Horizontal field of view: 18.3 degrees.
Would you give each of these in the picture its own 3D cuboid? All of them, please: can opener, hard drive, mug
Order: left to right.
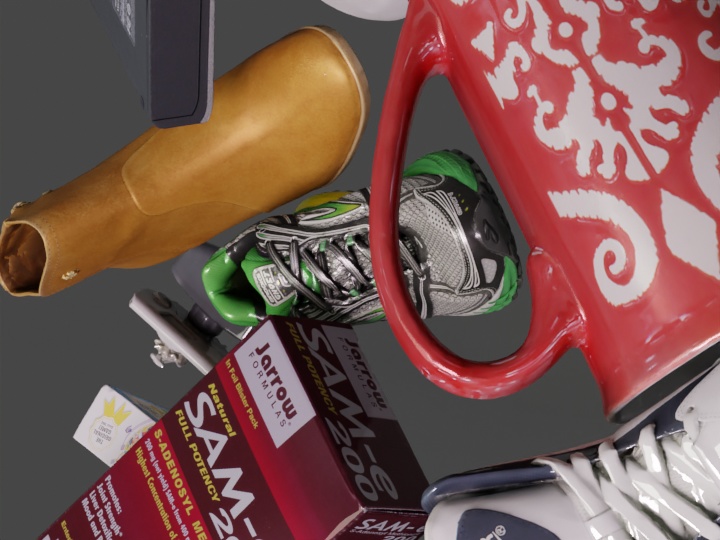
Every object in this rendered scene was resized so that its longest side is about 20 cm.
[{"bbox_3d":[-0.113,-0.179,1.059,0.200,0.033,0.140,-120,26,-48],"label":"hard drive"},{"bbox_3d":[-0.042,0.063,1.151,0.200,0.053,0.066,44,105,21],"label":"can opener"},{"bbox_3d":[0.086,-0.056,0.811,0.200,0.177,0.133,63,144,12],"label":"mug"}]

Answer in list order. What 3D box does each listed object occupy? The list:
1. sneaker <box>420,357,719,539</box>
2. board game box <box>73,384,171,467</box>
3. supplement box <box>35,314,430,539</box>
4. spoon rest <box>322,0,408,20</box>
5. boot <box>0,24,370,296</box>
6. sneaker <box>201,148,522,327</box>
[{"bbox_3d":[0.087,0.085,0.742,0.199,0.130,0.080,-37,74,52],"label":"sneaker"},{"bbox_3d":[-0.038,0.133,1.135,0.200,0.134,0.034,33,92,40],"label":"board game box"},{"bbox_3d":[-0.064,0.123,1.026,0.200,0.061,0.109,-44,58,27],"label":"supplement box"},{"bbox_3d":[-0.030,-0.199,0.989,0.200,0.061,0.099,55,149,-9],"label":"spoon rest"},{"bbox_3d":[-0.092,-0.042,1.078,0.071,0.144,0.201,61,146,6],"label":"boot"},{"bbox_3d":[0.000,0.000,1.033,0.200,0.085,0.078,-16,97,55],"label":"sneaker"}]
